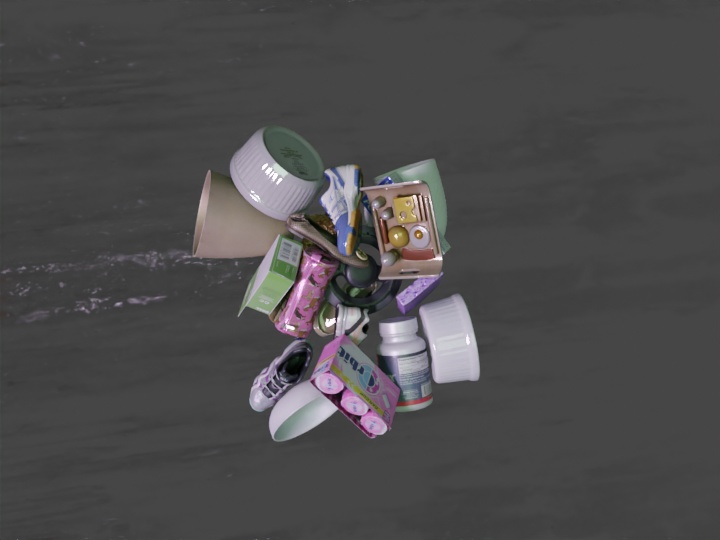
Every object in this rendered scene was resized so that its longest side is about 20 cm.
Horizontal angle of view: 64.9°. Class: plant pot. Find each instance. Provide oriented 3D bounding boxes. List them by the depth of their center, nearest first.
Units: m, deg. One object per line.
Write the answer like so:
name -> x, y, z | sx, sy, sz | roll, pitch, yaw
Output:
plant pot -> -0.249, -0.104, 1.240 | 0.198, 0.187, 0.189 | 11, 90, -21

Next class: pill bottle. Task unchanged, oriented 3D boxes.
pill bottle -> 0.098, 0.213, 1.315 | 0.118, 0.120, 0.202 | -8, 92, -7

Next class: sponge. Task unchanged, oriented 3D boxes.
sponge -> 0.132, 0.047, 1.276 | 0.111, 0.200, 0.030 | -40, 80, -3

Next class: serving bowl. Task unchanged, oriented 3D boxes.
serving bowl -> -0.121, 0.296, 1.267 | 0.199, 0.200, 0.066 | -33, 65, -6

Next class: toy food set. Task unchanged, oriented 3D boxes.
toy food set -> 0.081, -0.081, 1.164 | 0.142, 0.060, 0.202 | -3, 110, 30

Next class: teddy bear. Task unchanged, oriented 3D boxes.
teddy bear -> -0.073, -0.075, 1.283 | 0.200, 0.067, 0.146 | -38, 98, -22

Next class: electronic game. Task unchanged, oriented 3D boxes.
electronic game -> 0.000, 0.000, 1.268 | 0.198, 0.042, 0.202 | -1, 93, -12

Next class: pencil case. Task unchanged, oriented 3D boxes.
pencil case -> -0.114, 0.047, 1.205 | 0.082, 0.087, 0.201 | 17, 111, -21

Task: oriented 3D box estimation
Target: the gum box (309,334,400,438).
gum box -> -0.004, 0.249, 1.205 | 0.066, 0.114, 0.200 | -35, 108, 32

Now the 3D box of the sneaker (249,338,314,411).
sneaker -> -0.180, 0.240, 1.266 | 0.078, 0.140, 0.201 | 38, 86, -6

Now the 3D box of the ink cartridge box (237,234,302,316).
ink cartridge box -> -0.195, 0.024, 1.224 | 0.059, 0.200, 0.105 | 23, 48, -17

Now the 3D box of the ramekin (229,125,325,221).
ramekin -> -0.168, -0.216, 1.214 | 0.200, 0.200, 0.105 | 42, 123, -7

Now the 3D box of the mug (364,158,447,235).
mug -> 0.101, -0.142, 1.304 | 0.198, 0.148, 0.177 | -14, 103, 23

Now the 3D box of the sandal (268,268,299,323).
sandal -> -0.145, 0.037, 1.305 | 0.080, 0.054, 0.201 | 41, 76, -15

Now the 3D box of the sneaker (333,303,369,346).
sneaker -> -0.023, 0.156, 1.274 | 0.079, 0.201, 0.074 | 1, 48, -7

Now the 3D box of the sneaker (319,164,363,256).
sneaker -> -0.042, -0.124, 1.185 | 0.087, 0.075, 0.202 | -1, 70, 10

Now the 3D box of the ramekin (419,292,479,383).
ramekin -> 0.198, 0.159, 1.292 | 0.097, 0.200, 0.203 | -11, 93, 0

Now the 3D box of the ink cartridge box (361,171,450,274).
ink cartridge box -> 0.096, -0.100, 1.212 | 0.094, 0.044, 0.201 | -36, 91, 37

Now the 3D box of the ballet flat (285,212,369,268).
ballet flat -> -0.064, -0.066, 1.195 | 0.199, 0.067, 0.047 | 29, 106, -7

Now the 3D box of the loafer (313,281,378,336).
loafer -> -0.034, 0.072, 1.317 | 0.076, 0.068, 0.200 | 43, 86, -7
